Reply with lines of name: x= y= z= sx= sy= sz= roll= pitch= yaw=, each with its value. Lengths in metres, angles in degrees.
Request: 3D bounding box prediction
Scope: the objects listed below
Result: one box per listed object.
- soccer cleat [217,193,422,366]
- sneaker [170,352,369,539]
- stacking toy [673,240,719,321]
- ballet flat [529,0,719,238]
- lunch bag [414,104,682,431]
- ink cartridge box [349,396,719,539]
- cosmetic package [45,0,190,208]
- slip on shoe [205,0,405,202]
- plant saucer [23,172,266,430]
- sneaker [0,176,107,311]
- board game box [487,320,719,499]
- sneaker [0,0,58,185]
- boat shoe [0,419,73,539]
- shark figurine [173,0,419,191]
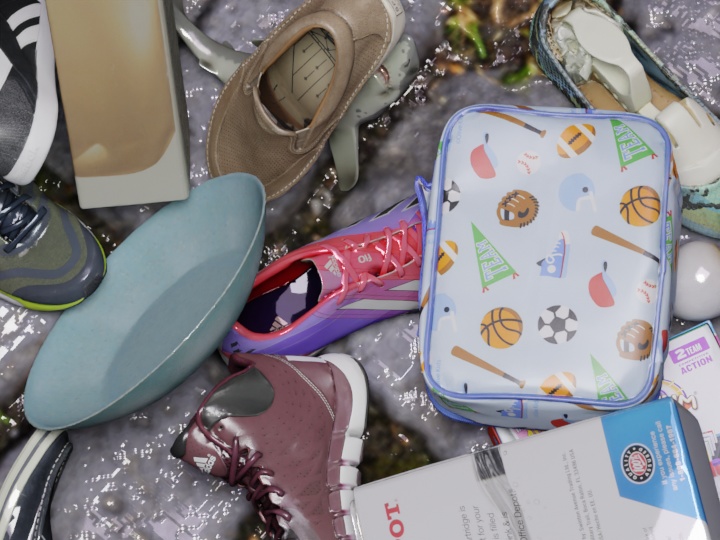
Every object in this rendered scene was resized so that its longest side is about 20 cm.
soccer cleat: x=0.000 y=0.000 z=1.607 sx=0.200 sy=0.073 sz=0.068 roll=-28 pitch=73 yaw=-7
sneaker: x=-0.060 y=0.139 z=1.549 sx=0.115 sy=0.076 sz=0.201 roll=10 pitch=62 yaw=-18
stacking toy: x=0.272 y=-0.026 z=1.590 sx=0.200 sy=0.146 sz=0.146 roll=-29 pitch=72 yaw=9
ballet flat: x=0.178 y=-0.101 z=1.637 sx=0.074 sy=0.074 sz=0.200 roll=-43 pitch=75 yaw=-11
lunch bag: x=0.109 y=-0.005 z=1.563 sx=0.160 sy=0.076 sz=0.201 roll=3 pitch=73 yaw=11
ink cartridge box: x=0.110 y=0.172 z=1.498 sx=0.199 sy=0.084 sz=0.145 roll=-17 pitch=75 yaw=14
cosmetic package: x=-0.150 y=-0.148 z=1.586 sx=0.071 sy=0.200 sz=0.105 roll=-6 pitch=36 yaw=0
slip on shoe: x=-0.045 y=-0.102 z=1.583 sx=0.076 sy=0.200 sz=0.061 roll=47 pitch=43 yaw=0
plant saucer: x=-0.119 y=0.028 z=1.567 sx=0.039 sy=0.201 sz=0.201 roll=44 pitch=76 yaw=-22
sneaker: x=-0.244 y=-0.048 z=1.629 sx=0.200 sy=0.081 sz=0.074 roll=36 pitch=77 yaw=13
board game box: x=0.185 y=0.151 z=1.567 sx=0.153 sy=0.040 sz=0.200 roll=-23 pitch=72 yaw=-5
sneaker: x=-0.247 y=-0.137 z=1.601 sx=0.112 sy=0.200 sz=0.073 roll=22 pitch=115 yaw=-22
boat shoe: x=-0.202 y=0.189 z=1.557 sx=0.062 sy=0.075 sz=0.201 roll=15 pitch=76 yaw=-1
shark figurine: x=-0.042 y=-0.138 z=1.667 sx=0.214 sy=0.128 sz=0.090 roll=21 pitch=47 yaw=27
